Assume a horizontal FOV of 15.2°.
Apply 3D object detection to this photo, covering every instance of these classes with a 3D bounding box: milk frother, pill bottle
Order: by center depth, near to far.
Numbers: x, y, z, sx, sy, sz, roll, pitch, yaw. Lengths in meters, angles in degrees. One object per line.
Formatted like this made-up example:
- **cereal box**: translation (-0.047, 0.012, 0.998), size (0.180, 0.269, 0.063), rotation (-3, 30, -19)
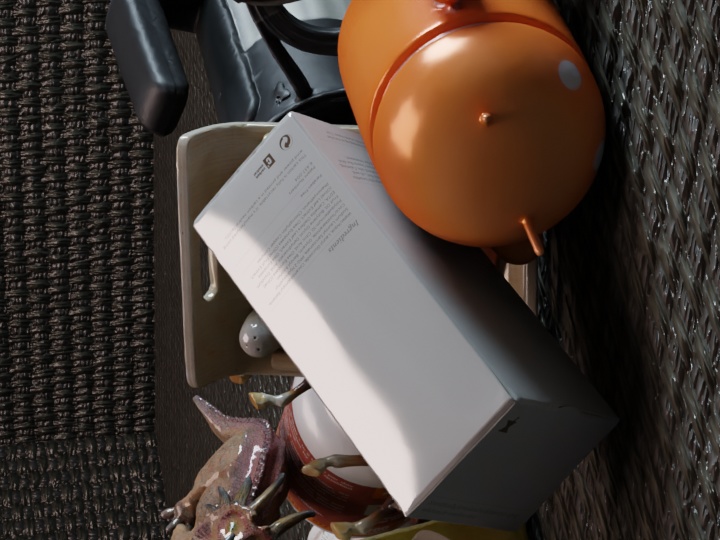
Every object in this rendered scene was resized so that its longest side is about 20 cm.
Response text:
- **milk frother**: translation (-0.028, -0.151, 1.534), size (0.200, 0.180, 0.189), rotation (-48, 37, 24)
- **pill bottle**: translation (0.008, 0.092, 1.687), size (0.200, 0.111, 0.113), rotation (109, 154, -70)

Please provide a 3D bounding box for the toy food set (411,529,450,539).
- **toy food set**: translation (0.076, 0.229, 1.345), size (0.143, 0.060, 0.201), rotation (30, 140, 22)

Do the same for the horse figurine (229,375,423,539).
- **horse figurine**: translation (0.013, 0.071, 1.518), size (0.200, 0.132, 0.050), rotation (53, 165, 40)

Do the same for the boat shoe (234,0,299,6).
- **boat shoe**: translation (0.011, -0.180, 1.335), size (0.072, 0.199, 0.068), rotation (52, -136, -24)

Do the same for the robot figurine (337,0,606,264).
- **robot figurine**: translation (0.054, -0.085, 1.303), size (0.200, 0.116, 0.144), rotation (-108, 39, -59)

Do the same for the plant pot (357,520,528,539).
- **plant pot**: translation (0.015, 0.269, 1.535), size (0.196, 0.193, 0.201), rotation (109, 146, -69)

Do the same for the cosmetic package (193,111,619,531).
- **cosmetic package**: translation (0.021, 0.025, 1.311), size (0.085, 0.107, 0.200), rotation (-47, 58, 18)

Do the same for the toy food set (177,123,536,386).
- **toy food set**: translation (0.000, 0.000, 1.435), size (0.060, 0.199, 0.144), rotation (-47, -43, -66)

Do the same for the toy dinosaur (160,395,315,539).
- **toy dinosaur**: translation (-0.073, 0.146, 1.673), size (0.136, 0.085, 0.201), rotation (110, 166, -50)

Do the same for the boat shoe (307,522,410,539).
- **boat shoe**: translation (0.004, 0.203, 1.900), size (0.200, 0.070, 0.070), rotation (102, 163, -58)
